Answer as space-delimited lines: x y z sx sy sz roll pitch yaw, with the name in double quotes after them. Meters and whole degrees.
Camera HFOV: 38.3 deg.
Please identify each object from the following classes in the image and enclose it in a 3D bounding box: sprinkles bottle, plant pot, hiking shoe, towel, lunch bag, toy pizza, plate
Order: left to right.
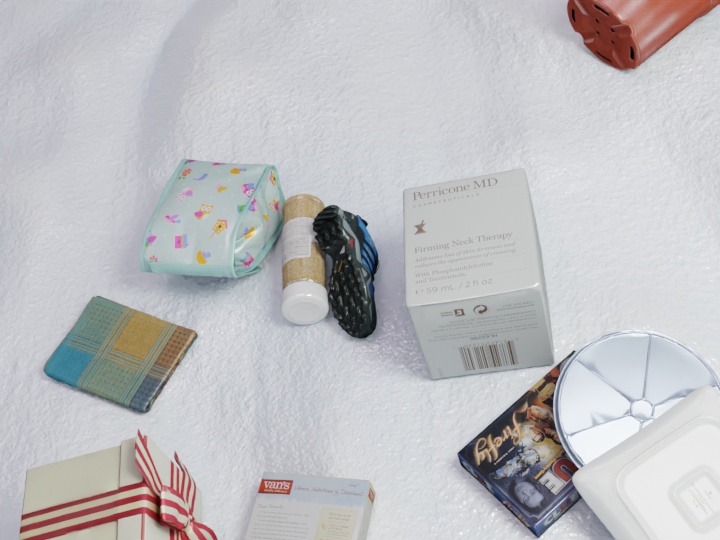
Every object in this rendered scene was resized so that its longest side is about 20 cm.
-0.350 0.121 1.512 0.200 0.022 0.147 16 60 27 "towel"
-0.221 -0.063 1.552 0.170 0.122 0.200 5 48 21 "lunch bag"
-0.082 -0.019 1.501 0.068 0.068 0.200 -12 49 9 "sprinkles bottle"
0.000 0.000 1.454 0.074 0.087 0.200 -31 62 39 "hiking shoe"
0.321 0.164 1.191 0.200 0.032 0.201 -1 66 3 "toy pizza"
0.434 -0.425 1.588 0.195 0.201 0.201 -44 51 -7 "plant pot"
0.365 0.248 1.117 0.200 0.032 0.200 -31 67 -10 "plate"

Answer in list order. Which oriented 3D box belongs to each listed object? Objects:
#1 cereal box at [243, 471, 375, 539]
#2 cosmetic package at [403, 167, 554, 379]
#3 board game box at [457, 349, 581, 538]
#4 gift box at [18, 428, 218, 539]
-0.071 0.339 1.225 0.143 0.040 0.200 1 52 20 "cereal box"
0.151 0.006 1.337 0.167 0.167 0.200 -10 49 11 "cosmetic package"
0.234 0.202 1.236 0.200 0.035 0.135 -39 51 -14 "board game box"
-0.285 0.301 1.234 0.186 0.185 0.200 -15 55 9 "gift box"
